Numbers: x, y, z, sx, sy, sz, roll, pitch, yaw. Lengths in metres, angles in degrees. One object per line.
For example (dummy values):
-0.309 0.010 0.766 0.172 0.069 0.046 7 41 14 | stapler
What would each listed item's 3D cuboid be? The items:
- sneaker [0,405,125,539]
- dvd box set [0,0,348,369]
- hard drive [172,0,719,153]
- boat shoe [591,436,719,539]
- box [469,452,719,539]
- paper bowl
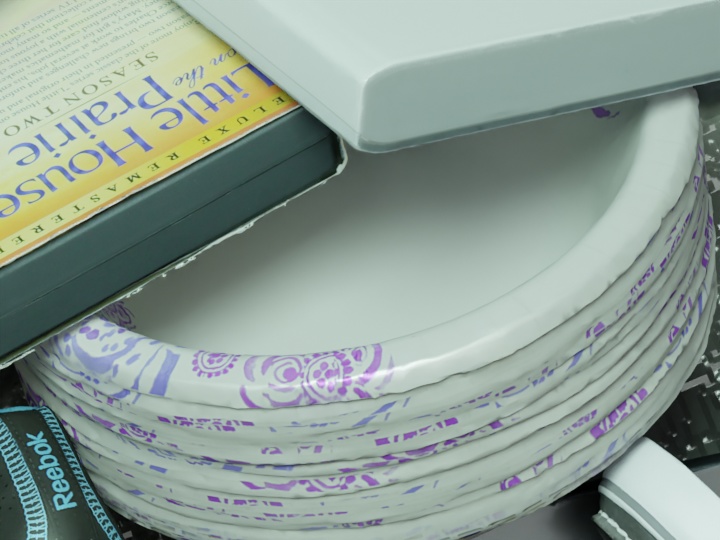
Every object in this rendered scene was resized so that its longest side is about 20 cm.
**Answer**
-0.114 0.114 0.797 0.073 0.200 0.082 -2 58 -40 | sneaker
-0.115 -0.049 0.794 0.146 0.200 0.030 -30 132 -18 | dvd box set
0.001 -0.097 0.798 0.131 0.200 0.027 -14 125 -31 | hard drive
0.115 0.139 0.779 0.066 0.070 0.200 -38 100 -5 | boat shoe
0.067 0.133 0.845 0.199 0.079 0.142 -11 89 -6 | box
0.000 0.000 0.810 0.200 0.201 0.105 -20 131 -6 | paper bowl
